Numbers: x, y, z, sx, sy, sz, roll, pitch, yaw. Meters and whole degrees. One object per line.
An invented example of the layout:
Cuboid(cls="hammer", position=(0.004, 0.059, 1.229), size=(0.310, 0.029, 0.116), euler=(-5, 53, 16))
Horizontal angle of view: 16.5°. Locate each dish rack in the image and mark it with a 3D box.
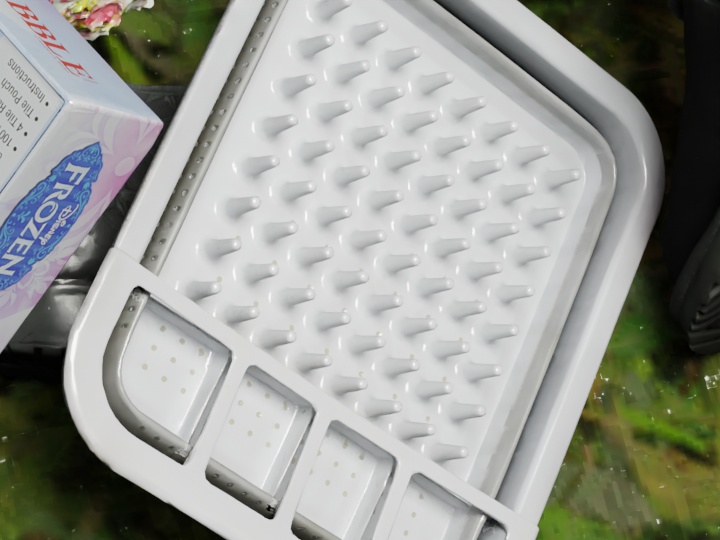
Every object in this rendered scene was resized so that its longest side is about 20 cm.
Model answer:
Cuboid(cls="dish rack", position=(0.000, 0.000, 0.764), size=(0.172, 0.044, 0.200), euler=(34, 68, -26))

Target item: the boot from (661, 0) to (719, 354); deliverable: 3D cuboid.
Cuboid(cls="boot", position=(0.120, -0.087, 0.774), size=(0.079, 0.211, 0.158), euler=(-14, 58, -18))

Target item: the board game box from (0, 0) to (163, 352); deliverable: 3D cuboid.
Cuboid(cls="board game box", position=(-0.174, -0.025, 0.660), size=(0.200, 0.041, 0.200), euler=(-52, 60, 16))

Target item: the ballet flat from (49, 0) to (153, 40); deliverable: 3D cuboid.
Cuboid(cls="ballet flat", position=(-0.153, -0.083, 0.723), size=(0.200, 0.064, 0.076), euler=(-17, 84, 15))

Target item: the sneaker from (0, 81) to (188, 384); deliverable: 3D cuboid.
Cuboid(cls="sneaker", position=(-0.117, -0.024, 0.763), size=(0.200, 0.060, 0.104), euler=(10, 73, -15))
